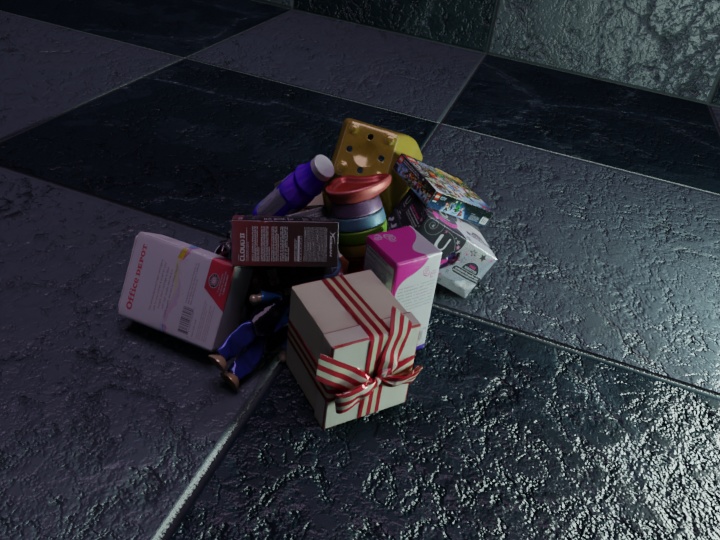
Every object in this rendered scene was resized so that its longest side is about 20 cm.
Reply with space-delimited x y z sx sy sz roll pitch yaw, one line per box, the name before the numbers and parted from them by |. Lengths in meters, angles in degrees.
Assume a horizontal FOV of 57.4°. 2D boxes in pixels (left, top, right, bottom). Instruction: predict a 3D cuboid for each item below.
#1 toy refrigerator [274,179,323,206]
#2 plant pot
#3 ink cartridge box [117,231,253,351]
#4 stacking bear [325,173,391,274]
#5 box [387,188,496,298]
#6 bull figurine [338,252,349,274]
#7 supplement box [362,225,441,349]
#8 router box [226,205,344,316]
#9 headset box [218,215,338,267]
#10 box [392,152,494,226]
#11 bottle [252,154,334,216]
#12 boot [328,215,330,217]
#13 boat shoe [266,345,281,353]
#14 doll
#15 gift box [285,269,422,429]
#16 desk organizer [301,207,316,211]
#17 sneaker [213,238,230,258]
toy refrigerator | -0.101 -0.188 1.564 0.194 0.073 0.076 -6 2 -22
plant pot | 0.021 -0.222 1.431 0.188 0.201 0.200 17 -8 8
ink cartridge box | -0.299 0.034 1.131 0.195 0.152 0.085 19 4 17
stacking bear | 0.003 -0.061 1.213 0.118 0.206 0.114 2 24 28
box | 0.162 -0.058 1.346 0.196 0.116 0.134 27 24 -27
bull figurine | 0.000 0.000 1.316 0.199 0.122 0.065 39 0 27
supplement box | 0.064 0.040 1.170 0.099 0.205 0.103 -13 38 -30
router box | -0.136 -0.018 1.225 0.194 0.062 0.155 -16 82 -12
headset box | -0.141 -0.052 1.115 0.193 0.078 0.149 0 7 -11
box | 0.172 -0.164 1.354 0.196 0.038 0.138 12 32 -44
bottle | -0.126 -0.146 1.248 0.066 0.198 0.083 52 41 -4
boot | -0.037 -0.068 1.433 0.198 0.074 0.090 36 21 18
boat shoe | -0.116 0.086 1.185 0.196 0.066 0.071 -21 43 -38
doll | -0.156 0.104 1.096 0.048 0.139 0.200 12 49 48
gift box | -0.018 0.117 1.047 0.180 0.205 0.187 -16 41 -25
desk organizer | -0.150 -0.083 1.373 0.196 0.073 0.077 10 45 44
sneaker | -0.246 -0.037 1.301 0.079 0.076 0.202 -22 28 16
